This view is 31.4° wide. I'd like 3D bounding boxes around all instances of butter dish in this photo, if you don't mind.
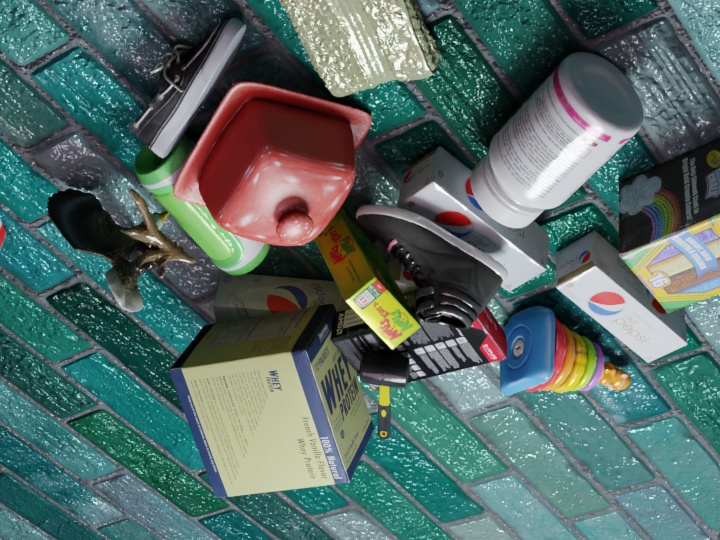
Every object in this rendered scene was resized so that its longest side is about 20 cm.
[{"bbox_3d":[-0.091,-0.097,1.498,0.198,0.149,0.201,9,134,-34],"label":"butter dish"}]

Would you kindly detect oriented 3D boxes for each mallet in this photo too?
[{"bbox_3d":[0.041,0.172,1.700,0.065,0.042,0.201,2,145,11],"label":"mallet"}]

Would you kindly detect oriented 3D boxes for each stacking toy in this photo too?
[{"bbox_3d":[0.296,0.129,1.770,0.198,0.111,0.116,17,155,-26],"label":"stacking toy"}]

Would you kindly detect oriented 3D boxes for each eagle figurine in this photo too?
[{"bbox_3d":[-0.300,-0.031,1.623,0.199,0.154,0.150,1,-172,45],"label":"eagle figurine"}]

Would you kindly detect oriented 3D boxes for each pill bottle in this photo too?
[{"bbox_3d":[0.217,-0.143,1.456,0.112,0.114,0.200,25,135,-18],"label":"pill bottle"}]

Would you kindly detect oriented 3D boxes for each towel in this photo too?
[{"bbox_3d":[-0.007,-0.278,1.402,0.147,0.037,0.201,-10,135,21],"label":"towel"}]

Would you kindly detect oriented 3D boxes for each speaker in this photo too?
[{"bbox_3d":[-0.197,-0.083,1.614,0.088,0.089,0.200,-17,133,26],"label":"speaker"}]

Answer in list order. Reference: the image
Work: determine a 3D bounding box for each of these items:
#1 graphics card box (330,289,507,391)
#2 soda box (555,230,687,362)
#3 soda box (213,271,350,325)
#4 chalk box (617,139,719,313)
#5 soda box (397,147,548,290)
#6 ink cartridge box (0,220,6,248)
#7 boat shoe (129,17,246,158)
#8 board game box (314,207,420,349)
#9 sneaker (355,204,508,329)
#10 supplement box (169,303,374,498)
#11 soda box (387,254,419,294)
[{"bbox_3d":[0.075,0.085,1.655,0.198,0.051,0.126,-17,135,24],"label":"graphics card box"},{"bbox_3d":[0.342,0.037,1.674,0.199,0.064,0.068,37,131,-28],"label":"soda box"},{"bbox_3d":[-0.100,0.054,1.766,0.197,0.064,0.069,5,138,3],"label":"soda box"},{"bbox_3d":[0.419,-0.061,1.506,0.199,0.126,0.124,-22,130,32],"label":"chalk box"},{"bbox_3d":[0.141,-0.062,1.579,0.199,0.064,0.068,35,135,-26],"label":"soda box"},{"bbox_3d":[-0.550,-0.069,1.701,0.115,0.068,0.201,2,138,8],"label":"ink cartridge box"},{"bbox_3d":[-0.203,-0.221,1.473,0.068,0.074,0.200,38,127,-4],"label":"boat shoe"},{"bbox_3d":[0.000,0.000,1.587,0.047,0.201,0.102,-39,125,7],"label":"board game box"},{"bbox_3d":[0.071,-0.001,1.531,0.198,0.100,0.071,28,162,0],"label":"sneaker"},{"bbox_3d":[-0.114,0.174,1.702,0.197,0.134,0.202,-10,111,20],"label":"supplement box"},{"bbox_3d":[0.050,0.057,1.730,0.063,0.069,0.201,13,139,-6],"label":"soda box"}]
